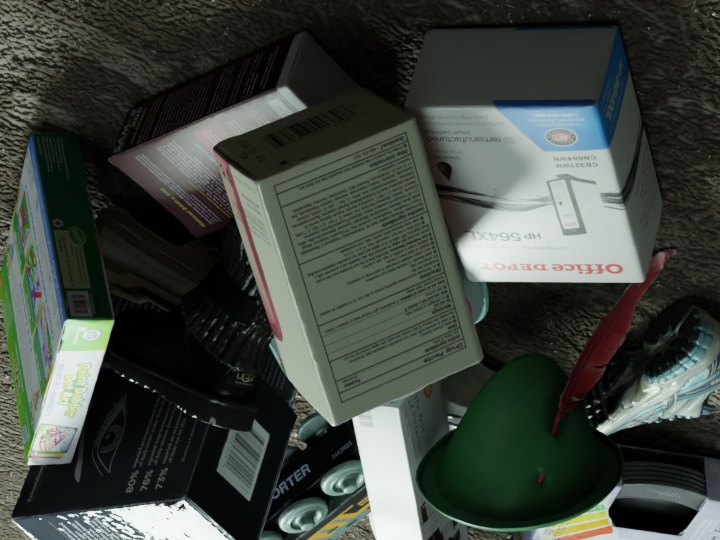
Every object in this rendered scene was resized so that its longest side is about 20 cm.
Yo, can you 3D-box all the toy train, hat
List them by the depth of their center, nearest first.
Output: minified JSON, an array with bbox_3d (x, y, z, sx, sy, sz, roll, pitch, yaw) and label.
[{"bbox_3d":[0.132,0.084,1.580,0.165,0.200,0.177,15,122,33],"label":"hat"},{"bbox_3d":[-0.041,0.201,1.759,0.200,0.085,0.114,-41,143,17],"label":"toy train"}]

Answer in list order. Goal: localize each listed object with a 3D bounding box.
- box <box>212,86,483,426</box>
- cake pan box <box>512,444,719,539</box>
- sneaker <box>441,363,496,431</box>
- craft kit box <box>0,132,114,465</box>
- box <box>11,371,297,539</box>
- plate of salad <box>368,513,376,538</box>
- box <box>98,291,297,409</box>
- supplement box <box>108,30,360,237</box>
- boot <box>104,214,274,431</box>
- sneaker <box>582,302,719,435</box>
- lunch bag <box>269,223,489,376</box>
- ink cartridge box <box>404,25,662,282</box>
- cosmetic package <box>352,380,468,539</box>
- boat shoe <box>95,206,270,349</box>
[{"bbox_3d":[-0.009,-0.012,1.432,0.128,0.109,0.200,-23,114,-14],"label":"box"},{"bbox_3d":[0.254,0.228,1.831,0.184,0.052,0.200,8,145,-9],"label":"cake pan box"},{"bbox_3d":[0.078,0.112,1.750,0.200,0.075,0.084,32,141,-19],"label":"sneaker"},{"bbox_3d":[-0.257,0.025,1.642,0.048,0.200,0.198,2,140,-23],"label":"craft kit box"},{"bbox_3d":[-0.175,0.167,1.683,0.200,0.148,0.104,-10,138,34],"label":"box"},{"bbox_3d":[0.073,0.297,1.909,0.200,0.048,0.200,37,151,24],"label":"plate of salad"},{"bbox_3d":[-0.152,0.081,1.775,0.199,0.107,0.149,18,146,0],"label":"box"},{"bbox_3d":[-0.087,-0.102,1.538,0.200,0.061,0.109,-18,132,38],"label":"supplement box"},{"bbox_3d":[-0.121,0.024,1.571,0.079,0.158,0.211,12,-172,-39],"label":"boot"},{"bbox_3d":[0.252,0.105,1.669,0.086,0.078,0.200,26,145,-20],"label":"sneaker"},{"bbox_3d":[0.000,0.000,1.592,0.200,0.077,0.161,-19,100,37],"label":"lunch bag"},{"bbox_3d":[0.132,-0.082,1.456,0.146,0.084,0.200,0,141,22],"label":"ink cartridge box"},{"bbox_3d":[0.045,0.175,1.682,0.051,0.083,0.200,4,122,26],"label":"cosmetic package"},{"bbox_3d":[-0.144,0.006,1.682,0.200,0.069,0.075,23,167,1],"label":"boat shoe"}]
